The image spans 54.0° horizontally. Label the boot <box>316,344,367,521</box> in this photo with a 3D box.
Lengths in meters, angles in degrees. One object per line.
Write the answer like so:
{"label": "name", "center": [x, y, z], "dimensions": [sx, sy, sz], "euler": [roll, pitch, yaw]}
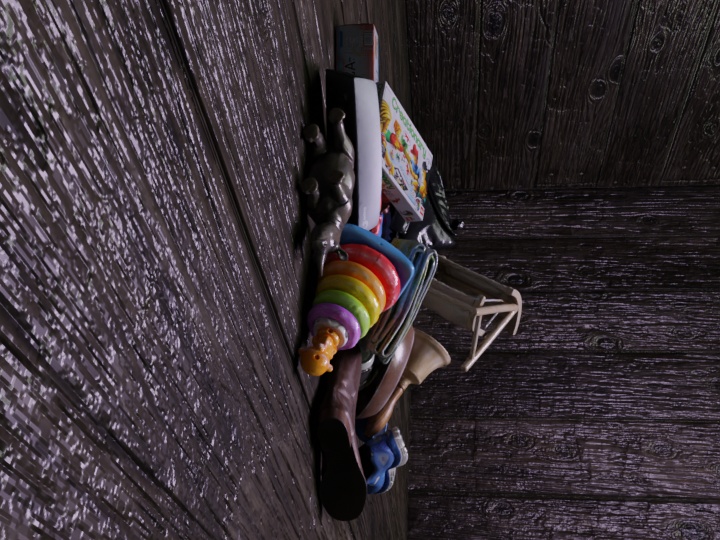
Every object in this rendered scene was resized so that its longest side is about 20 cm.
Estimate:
{"label": "boot", "center": [-0.021, 0.214, 0.990], "dimensions": [0.201, 0.063, 0.190], "euler": [-86, 174, -64]}

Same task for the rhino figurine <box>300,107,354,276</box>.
{"label": "rhino figurine", "center": [-0.038, -0.086, 0.845], "dimensions": [0.088, 0.059, 0.204], "euler": [72, 18, -63]}

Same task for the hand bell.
{"label": "hand bell", "center": [0.067, 0.213, 1.255], "dimensions": [0.201, 0.103, 0.105], "euler": [-54, 156, -22]}

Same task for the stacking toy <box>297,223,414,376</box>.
{"label": "stacking toy", "center": [-0.023, 0.053, 0.860], "dimensions": [0.110, 0.115, 0.201], "euler": [-57, -176, 46]}

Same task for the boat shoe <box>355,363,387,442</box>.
{"label": "boat shoe", "center": [0.027, 0.221, 1.321], "dimensions": [0.069, 0.083, 0.203], "euler": [43, 58, -54]}

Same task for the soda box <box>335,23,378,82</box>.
{"label": "soda box", "center": [-0.004, -0.280, 1.121], "dimensions": [0.068, 0.062, 0.204], "euler": [1, 89, -82]}

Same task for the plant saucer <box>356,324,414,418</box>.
{"label": "plant saucer", "center": [0.042, 0.166, 1.208], "dimensions": [0.203, 0.034, 0.201], "euler": [-62, -173, 13]}

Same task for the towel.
{"label": "towel", "center": [0.048, 0.039, 1.043], "dimensions": [0.174, 0.048, 0.200], "euler": [-64, -170, 0]}

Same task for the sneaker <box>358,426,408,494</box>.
{"label": "sneaker", "center": [0.016, 0.340, 1.239], "dimensions": [0.202, 0.088, 0.079], "euler": [106, -32, -50]}

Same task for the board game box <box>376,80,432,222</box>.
{"label": "board game box", "center": [0.056, -0.181, 1.110], "dimensions": [0.200, 0.034, 0.128], "euler": [44, 50, -53]}

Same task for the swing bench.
{"label": "swing bench", "center": [0.184, 0.061, 1.364], "dimensions": [0.199, 0.197, 0.132], "euler": [-26, 131, -45]}

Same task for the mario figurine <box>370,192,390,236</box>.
{"label": "mario figurine", "center": [0.001, -0.098, 1.211], "dimensions": [0.124, 0.104, 0.203], "euler": [48, -37, 41]}

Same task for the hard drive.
{"label": "hard drive", "center": [-0.011, -0.163, 0.952], "dimensions": [0.135, 0.042, 0.204], "euler": [-135, -140, -62]}

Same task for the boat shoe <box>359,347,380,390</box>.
{"label": "boat shoe", "center": [0.009, 0.122, 1.188], "dimensions": [0.202, 0.070, 0.062], "euler": [-62, 155, -59]}

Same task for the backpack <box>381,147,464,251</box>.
{"label": "backpack", "center": [0.086, -0.131, 1.324], "dimensions": [0.126, 0.164, 0.204], "euler": [-21, -100, 58]}
